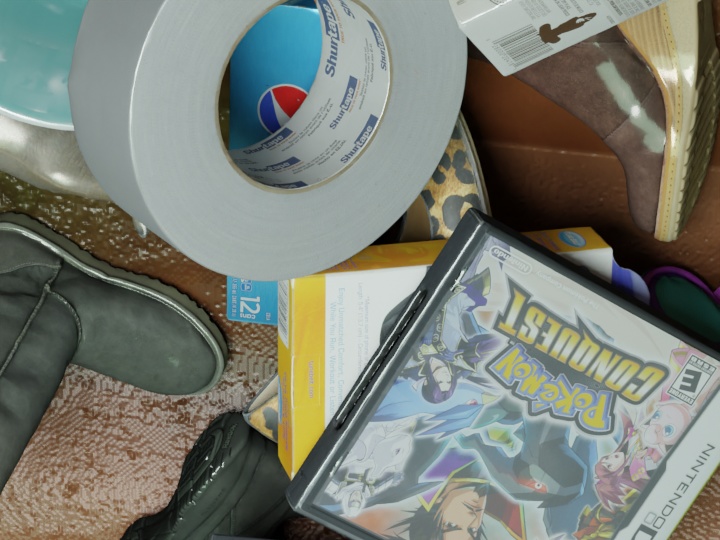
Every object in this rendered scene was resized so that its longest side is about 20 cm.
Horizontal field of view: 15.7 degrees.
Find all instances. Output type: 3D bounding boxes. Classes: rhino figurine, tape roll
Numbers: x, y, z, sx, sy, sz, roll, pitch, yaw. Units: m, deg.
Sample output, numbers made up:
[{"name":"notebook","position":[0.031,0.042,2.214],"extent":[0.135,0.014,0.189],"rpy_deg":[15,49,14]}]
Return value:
[{"name":"rhino figurine","position":[-0.169,-0.076,1.457],"extent":[0.200,0.088,0.060],"rpy_deg":[24,122,-3]},{"name":"tape roll","position":[-0.044,-0.099,1.312],"extent":[0.200,0.066,0.201],"rpy_deg":[-15,118,-31]}]

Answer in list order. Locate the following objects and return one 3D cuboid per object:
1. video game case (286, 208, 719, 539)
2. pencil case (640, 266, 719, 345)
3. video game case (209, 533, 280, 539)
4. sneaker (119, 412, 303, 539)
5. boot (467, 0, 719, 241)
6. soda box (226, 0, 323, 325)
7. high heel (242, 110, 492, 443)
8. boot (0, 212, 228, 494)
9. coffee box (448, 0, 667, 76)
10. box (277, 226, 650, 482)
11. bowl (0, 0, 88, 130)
[{"name":"video game case","position":[0.091,0.089,1.376],"extent":[0.200,0.026,0.181],"rpy_deg":[28,102,-23]},{"name":"pencil case","position":[0.143,0.091,1.492],"extent":[0.085,0.092,0.200],"rpy_deg":[49,126,19]},{"name":"video game case","position":[0.001,0.206,1.549],"extent":[0.180,0.026,0.200],"rpy_deg":[5,155,0]},{"name":"sneaker","position":[-0.095,0.178,1.602],"extent":[0.091,0.076,0.200],"rpy_deg":[29,126,-17]},{"name":"boot","position":[0.106,-0.116,1.404],"extent":[0.166,0.072,0.201],"rpy_deg":[9,123,20]},{"name":"soda box","position":[-0.035,-0.069,1.447],"extent":[0.068,0.064,0.201],"rpy_deg":[7,121,7]},{"name":"high heel","position":[0.000,0.000,1.424],"extent":[0.142,0.071,0.201],"rpy_deg":[-6,98,-8]},{"name":"boot","position":[-0.180,0.067,1.476],"extent":[0.181,0.200,0.073],"rpy_deg":[25,122,-4]},{"name":"coffee box","position":[0.131,-0.195,1.283],"extent":[0.200,0.115,0.080],"rpy_deg":[-25,157,13]},{"name":"box","position":[0.055,0.043,1.392],"extent":[0.199,0.041,0.119],"rpy_deg":[-5,112,-16]},{"name":"bowl","position":[-0.147,-0.187,1.378],"extent":[0.200,0.105,0.201],"rpy_deg":[6,121,9]}]
